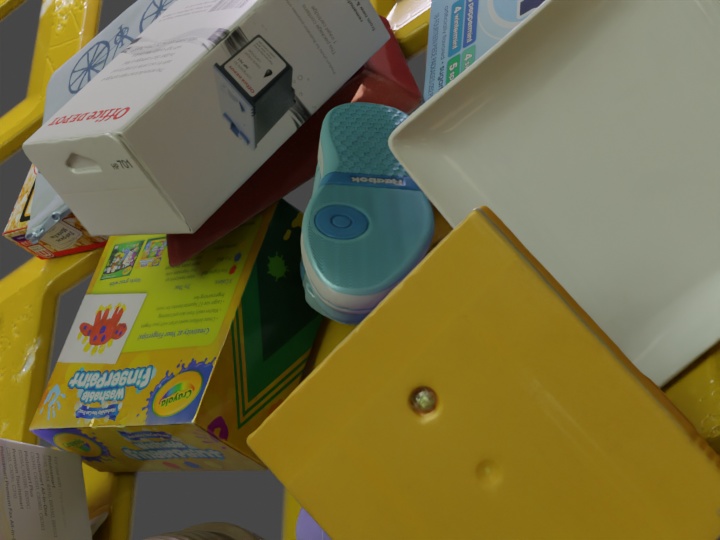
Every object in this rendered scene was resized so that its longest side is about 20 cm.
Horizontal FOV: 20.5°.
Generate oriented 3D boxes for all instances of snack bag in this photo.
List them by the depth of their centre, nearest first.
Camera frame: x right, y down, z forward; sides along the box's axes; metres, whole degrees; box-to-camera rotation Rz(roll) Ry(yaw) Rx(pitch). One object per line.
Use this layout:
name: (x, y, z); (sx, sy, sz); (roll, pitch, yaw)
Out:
snack bag: (-0.189, -0.134, 1.560); (0.188, 0.021, 0.201); (-34, 38, 30)

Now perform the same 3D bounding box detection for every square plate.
square plate: (0.146, -0.054, 1.045); (0.200, 0.199, 0.028); (-40, -3, 23)

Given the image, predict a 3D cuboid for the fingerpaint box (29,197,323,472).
fingerpaint box: (-0.118, 0.049, 1.352); (0.199, 0.073, 0.168); (-8, 55, 49)

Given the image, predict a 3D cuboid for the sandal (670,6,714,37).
sandal: (0.187, -0.205, 1.115); (0.077, 0.070, 0.212); (-28, 17, 38)

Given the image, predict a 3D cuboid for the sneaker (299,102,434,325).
sneaker: (0.000, 0.000, 1.203); (0.201, 0.079, 0.131); (-80, -1, -56)

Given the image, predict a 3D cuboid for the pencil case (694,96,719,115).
pencil case: (0.150, -0.062, 1.103); (0.200, 0.078, 0.090); (-40, 9, 21)

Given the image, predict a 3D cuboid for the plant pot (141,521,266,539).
plant pot: (-0.133, 0.235, 1.196); (0.200, 0.093, 0.202); (-31, 41, 31)

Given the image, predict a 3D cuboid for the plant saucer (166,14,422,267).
plant saucer: (-0.061, -0.105, 1.364); (0.199, 0.037, 0.200); (-33, 24, 8)

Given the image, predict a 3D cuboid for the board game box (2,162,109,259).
board game box: (-0.193, -0.096, 1.595); (0.199, 0.046, 0.152); (-9, 55, 48)

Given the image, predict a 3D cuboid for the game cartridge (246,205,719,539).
game cartridge: (0.068, 0.099, 0.999); (0.176, 0.200, 0.032); (-45, -7, 15)

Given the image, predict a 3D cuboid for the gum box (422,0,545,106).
gum box: (0.126, -0.154, 1.245); (0.199, 0.044, 0.171); (-28, 42, 37)

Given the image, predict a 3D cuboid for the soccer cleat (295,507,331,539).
soccer cleat: (0.025, 0.093, 1.131); (0.200, 0.076, 0.067); (-38, 37, 24)

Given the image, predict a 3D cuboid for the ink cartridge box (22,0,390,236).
ink cartridge box: (-0.101, -0.117, 1.285); (0.200, 0.086, 0.146); (-48, 25, -24)

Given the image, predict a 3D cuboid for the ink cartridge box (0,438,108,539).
ink cartridge box: (-0.273, 0.191, 1.332); (0.128, 0.199, 0.126); (-30, 58, 32)
